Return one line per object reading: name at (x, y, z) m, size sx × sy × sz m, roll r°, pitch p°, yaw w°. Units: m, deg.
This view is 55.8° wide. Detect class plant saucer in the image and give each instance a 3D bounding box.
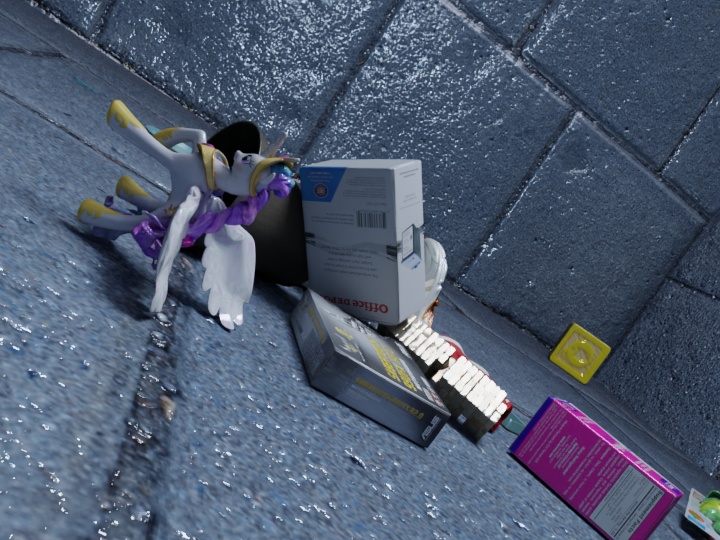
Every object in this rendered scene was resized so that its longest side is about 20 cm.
plant saucer at (-0.382, -0.247, 1.475) m, size 0.199 × 0.028 × 0.200 m, roll 35°, pitch 7°, yaw -5°
plant saucer at (0.216, 0.217, 1.180) m, size 0.070 × 0.019 × 0.200 m, roll 29°, pitch 10°, yaw -37°

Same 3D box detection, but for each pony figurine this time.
pony figurine at (-0.167, -0.056, 0.651) m, size 0.198 × 0.195 × 0.166 m, roll 16°, pitch -2°, yaw 18°

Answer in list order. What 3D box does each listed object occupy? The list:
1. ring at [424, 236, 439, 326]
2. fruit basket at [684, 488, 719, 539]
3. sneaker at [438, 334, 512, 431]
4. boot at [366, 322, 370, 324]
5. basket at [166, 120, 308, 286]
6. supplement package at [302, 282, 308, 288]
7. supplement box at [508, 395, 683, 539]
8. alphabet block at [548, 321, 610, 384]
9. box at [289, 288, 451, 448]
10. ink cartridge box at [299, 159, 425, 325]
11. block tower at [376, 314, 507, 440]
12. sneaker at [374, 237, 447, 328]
ring at (0.105, 0.038, 1.197) m, size 0.019 × 0.203 × 0.200 m, roll 3°, pitch -8°, yaw 26°
fruit basket at (0.716, 0.502, 1.304) m, size 0.185 × 0.094 × 0.200 m, roll 38°, pitch 11°, yaw 25°
sneaker at (0.162, 0.169, 1.013) m, size 0.199 × 0.079 × 0.115 m, roll 28°, pitch 8°, yaw -37°
boot at (0.011, -0.022, 1.031) m, size 0.090 × 0.202 × 0.073 m, roll 23°, pitch 3°, yaw 8°
basket at (-0.138, -0.072, 0.930) m, size 0.135 × 0.181 × 0.200 m, roll 26°, pitch -10°, yaw 41°
supplement package at (-0.070, -0.032, 1.119) m, size 0.199 × 0.114 × 0.110 m, roll 34°, pitch 5°, yaw -21°
supplement box at (0.321, 0.276, 0.931) m, size 0.200 × 0.104 × 0.101 m, roll 41°, pitch 8°, yaw 32°
alphabet block at (0.956, 0.358, 2.981) m, size 0.195 × 0.197 × 0.200 m, roll 34°, pitch 7°, yaw 12°
box at (0.003, 0.107, 0.796) m, size 0.158 × 0.049 × 0.200 m, roll 33°, pitch 7°, yaw -19°
ink cartridge box at (0.005, -0.043, 0.906) m, size 0.145 × 0.202 × 0.086 m, roll 6°, pitch 19°, yaw 32°
block tower at (0.108, 0.137, 0.930) m, size 0.200 × 0.058 × 0.054 m, roll 42°, pitch 50°, yaw 14°
sneaker at (0.072, 0.033, 1.071) m, size 0.091 × 0.202 × 0.076 m, roll 23°, pitch -19°, yaw -18°
